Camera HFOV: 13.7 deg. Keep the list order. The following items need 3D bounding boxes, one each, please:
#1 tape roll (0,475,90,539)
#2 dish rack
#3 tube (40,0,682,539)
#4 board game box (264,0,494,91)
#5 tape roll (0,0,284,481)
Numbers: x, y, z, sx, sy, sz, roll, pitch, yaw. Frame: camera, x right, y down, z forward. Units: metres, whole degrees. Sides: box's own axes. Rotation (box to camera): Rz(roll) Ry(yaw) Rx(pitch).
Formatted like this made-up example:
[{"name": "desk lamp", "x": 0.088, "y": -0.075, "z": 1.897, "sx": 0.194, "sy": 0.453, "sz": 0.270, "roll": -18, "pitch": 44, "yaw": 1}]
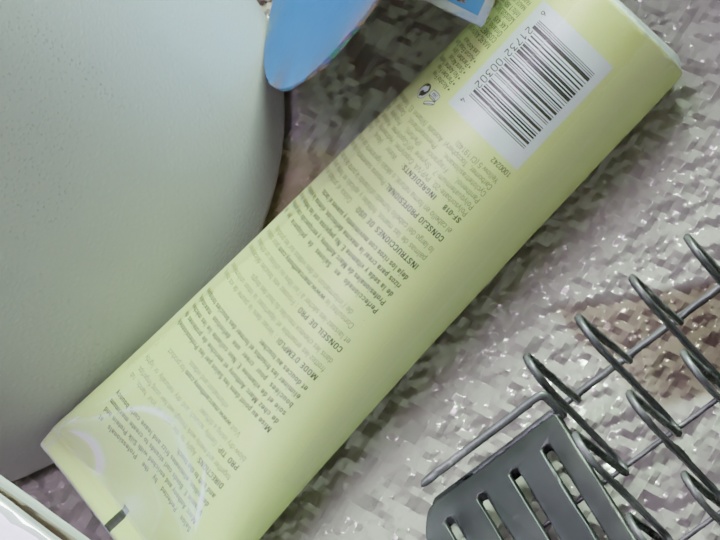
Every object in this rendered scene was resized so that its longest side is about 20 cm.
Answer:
[{"name": "tape roll", "x": -0.066, "y": 0.104, "z": 0.686, "sx": 0.202, "sy": 0.202, "sz": 0.071, "roll": 31, "pitch": 82, "yaw": 40}, {"name": "dish rack", "x": 0.103, "y": 0.045, "z": 0.710, "sx": 0.200, "sy": 0.055, "sz": 0.154, "roll": -38, "pitch": 49, "yaw": 8}, {"name": "tube", "x": 0.000, "y": 0.000, "z": 0.807, "sx": 0.200, "sy": 0.052, "sz": 0.058, "roll": -46, "pitch": 13, "yaw": 4}, {"name": "board game box", "x": 0.035, "y": -0.133, "z": 0.831, "sx": 0.200, "sy": 0.039, "sz": 0.158, "roll": -65, "pitch": 13, "yaw": -2}, {"name": "tape roll", "x": -0.140, "y": -0.051, "z": 0.861, "sx": 0.202, "sy": 0.139, "sz": 0.203, "roll": -15, "pitch": 56, "yaw": 24}]
